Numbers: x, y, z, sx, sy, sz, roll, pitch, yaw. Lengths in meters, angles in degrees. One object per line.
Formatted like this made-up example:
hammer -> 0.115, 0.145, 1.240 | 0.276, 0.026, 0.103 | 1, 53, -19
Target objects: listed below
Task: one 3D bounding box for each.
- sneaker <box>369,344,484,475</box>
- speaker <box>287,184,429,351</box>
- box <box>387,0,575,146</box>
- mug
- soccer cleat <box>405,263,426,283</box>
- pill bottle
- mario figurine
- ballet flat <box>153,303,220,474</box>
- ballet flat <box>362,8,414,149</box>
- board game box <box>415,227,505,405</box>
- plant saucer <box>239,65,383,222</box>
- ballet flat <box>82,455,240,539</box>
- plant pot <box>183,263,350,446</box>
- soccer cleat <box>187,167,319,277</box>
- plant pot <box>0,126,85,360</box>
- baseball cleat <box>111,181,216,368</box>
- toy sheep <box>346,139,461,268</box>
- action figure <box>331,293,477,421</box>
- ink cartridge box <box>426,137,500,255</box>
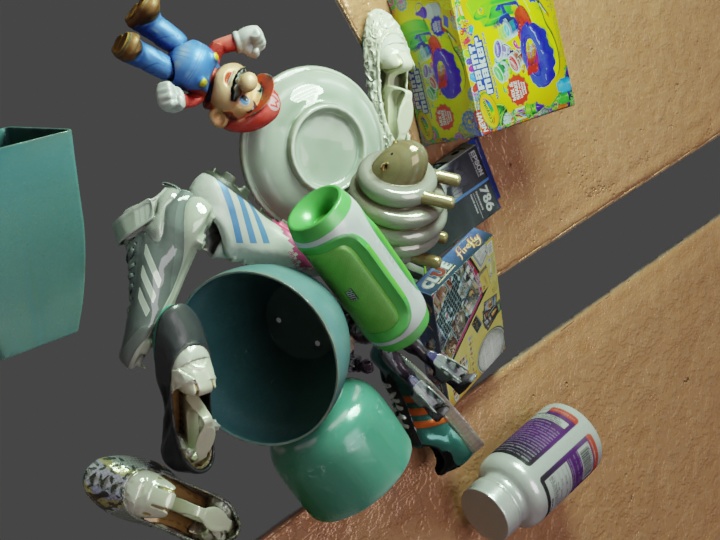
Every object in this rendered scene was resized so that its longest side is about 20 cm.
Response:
sneaker -> 0.070, 0.179, 1.627 | 0.080, 0.071, 0.200 | -43, 102, -4
speaker -> 0.000, 0.000, 1.448 | 0.089, 0.088, 0.201 | -54, 125, -27
box -> 0.162, -0.290, 1.692 | 0.191, 0.121, 0.202 | -22, 102, -37
mug -> -0.036, 0.195, 1.504 | 0.152, 0.185, 0.115 | -39, 111, -8
soccer cleat -> 0.044, -0.013, 1.613 | 0.080, 0.067, 0.202 | -23, 110, -25
pill bottle -> 0.230, 0.277, 1.732 | 0.199, 0.111, 0.112 | -33, 109, -35
mario figurine -> -0.168, -0.228, 1.419 | 0.199, 0.106, 0.124 | 29, 105, -27
ballet flat -> -0.182, 0.135, 1.380 | 0.073, 0.073, 0.202 | -18, 121, -39
ballet flat -> 0.044, -0.236, 1.626 | 0.071, 0.071, 0.203 | 1, 87, -39
board game box -> 0.131, 0.064, 1.657 | 0.135, 0.034, 0.202 | -42, 138, -33
plant saucer -> -0.048, -0.146, 1.534 | 0.198, 0.050, 0.203 | -3, 95, -31
ballet flat -> -0.208, 0.253, 1.395 | 0.199, 0.072, 0.073 | 31, 69, -34
plant pot -> -0.091, 0.078, 1.440 | 0.135, 0.198, 0.202 | -37, 114, -62
soccer cleat -> -0.129, -0.035, 1.482 | 0.200, 0.070, 0.087 | 39, 81, -30
plant pot -> -0.354, -0.025, 1.242 | 0.140, 0.140, 0.203 | -21, 109, -38
baseball cleat -> -0.237, 0.002, 1.392 | 0.106, 0.070, 0.202 | 26, 82, -3
toy sheep -> 0.044, -0.068, 1.513 | 0.137, 0.138, 0.202 | -24, 139, -38
action figure -> 0.043, 0.090, 1.552 | 0.199, 0.069, 0.130 | 40, 84, 1
ink cartridge box -> 0.124, -0.099, 1.706 | 0.199, 0.039, 0.100 | -37, 111, -35
